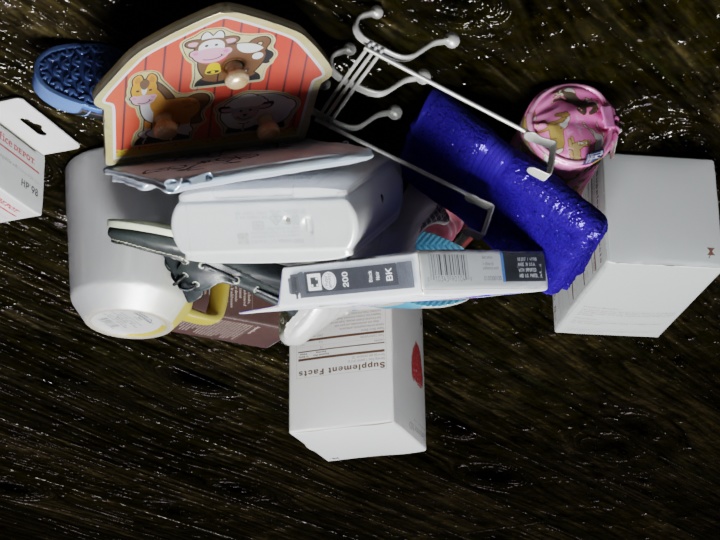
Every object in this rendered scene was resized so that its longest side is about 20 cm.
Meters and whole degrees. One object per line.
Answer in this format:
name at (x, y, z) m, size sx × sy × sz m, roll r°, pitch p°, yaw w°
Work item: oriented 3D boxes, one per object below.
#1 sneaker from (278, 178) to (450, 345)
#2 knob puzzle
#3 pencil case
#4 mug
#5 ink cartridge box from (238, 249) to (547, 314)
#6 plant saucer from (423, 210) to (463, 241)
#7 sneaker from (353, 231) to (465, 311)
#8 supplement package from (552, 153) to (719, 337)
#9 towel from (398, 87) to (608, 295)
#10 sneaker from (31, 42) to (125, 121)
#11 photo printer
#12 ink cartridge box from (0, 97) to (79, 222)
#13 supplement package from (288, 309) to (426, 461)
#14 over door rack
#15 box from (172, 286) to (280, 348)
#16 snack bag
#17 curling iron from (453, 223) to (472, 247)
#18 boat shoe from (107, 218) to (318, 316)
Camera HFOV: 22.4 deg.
sneaker at (0.000, 0.000, 1.727) m, size 0.080 × 0.200 × 0.076 m, roll 37°, pitch -174°, yaw -21°
knob puzzle at (-0.116, -0.145, 1.471) m, size 0.219 × 0.030 × 0.220 m, roll -12°, pitch 153°, yaw -6°
pencil case at (0.176, -0.095, 1.668) m, size 0.087 × 0.083 × 0.200 m, roll 38°, pitch 159°, yaw 8°
mug at (-0.196, -0.017, 1.737) m, size 0.186 × 0.153 × 0.149 m, roll 11°, pitch 156°, yaw -19°
ink cartridge box at (0.028, 0.009, 1.592) m, size 0.200 × 0.043 × 0.198 m, roll -7°, pitch 177°, yaw 36°
plant saucer at (0.006, -0.042, 1.834) m, size 0.200 × 0.051 × 0.201 m, roll -1°, pitch 158°, yaw -1°
sneaker at (0.020, 0.004, 1.799) m, size 0.200 × 0.077 × 0.081 m, roll 1°, pitch 171°, yaw 5°
supplement package at (0.269, -0.022, 1.803) m, size 0.117 × 0.117 × 0.200 m, roll 4°, pitch 158°, yaw -9°
towel at (0.122, -0.065, 1.635) m, size 0.200 × 0.050 × 0.148 m, roll 37°, pitch 160°, yaw 10°
sneaker at (-0.187, -0.140, 1.552) m, size 0.200 × 0.070 × 0.078 m, roll 7°, pitch 150°, yaw -23°
photo printer at (-0.056, -0.059, 1.599) m, size 0.166 × 0.070 × 0.200 m, roll -2°, pitch -167°, yaw 15°
ink cartridge box at (-0.371, -0.091, 1.672) m, size 0.200 × 0.067 × 0.116 m, roll -9°, pitch 156°, yaw 21°
supplement package at (-0.003, 0.091, 1.966) m, size 0.120 × 0.200 × 0.121 m, roll -8°, pitch 158°, yaw 17°
over door rack at (0.062, -0.128, 1.527) m, size 0.200 × 0.067 × 0.148 m, roll 36°, pitch 152°, yaw -3°
box at (-0.169, 0.010, 1.894) m, size 0.200 × 0.100 × 0.075 m, roll 12°, pitch 155°, yaw -27°
snack bag at (-0.100, -0.087, 1.521) m, size 0.188 × 0.021 × 0.200 m, roll -10°, pitch -170°, yaw -22°
curling iron at (0.127, -0.042, 1.863) m, size 0.050 × 0.026 × 0.200 m, roll 36°, pitch 154°, yaw 7°
boat shoe at (-0.139, -0.001, 1.656) m, size 0.199 × 0.066 × 0.074 m, roll 13°, pitch -176°, yaw -23°
